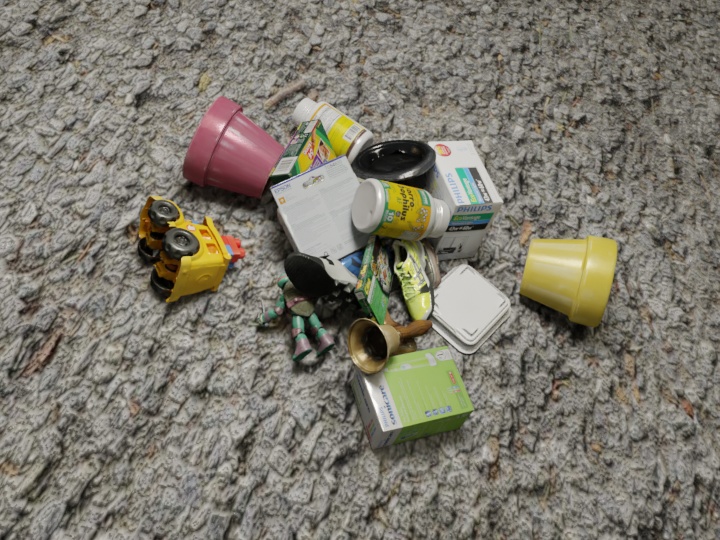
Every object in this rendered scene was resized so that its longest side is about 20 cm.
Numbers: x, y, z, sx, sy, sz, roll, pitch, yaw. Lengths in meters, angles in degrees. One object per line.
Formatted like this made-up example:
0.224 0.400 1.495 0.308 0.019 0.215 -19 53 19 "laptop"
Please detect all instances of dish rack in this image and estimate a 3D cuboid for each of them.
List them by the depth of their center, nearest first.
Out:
0.238 0.075 1.536 0.171 0.044 0.199 42 54 15 "dish rack"

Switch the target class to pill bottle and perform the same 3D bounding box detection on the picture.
0.090 -0.124 1.463 0.198 0.113 0.114 8 50 -32 "pill bottle"
-0.073 -0.346 1.712 0.199 0.110 0.109 35 52 11 "pill bottle"

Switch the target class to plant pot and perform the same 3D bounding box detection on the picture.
-0.275 -0.259 1.536 0.177 0.201 0.202 26 51 -6 "plant pot"
0.469 0.012 1.571 0.186 0.202 0.202 12 49 13 "plant pot"

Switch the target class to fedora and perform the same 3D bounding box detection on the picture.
0.078 -0.218 1.548 0.197 0.093 0.202 -10 35 7 "fedora"

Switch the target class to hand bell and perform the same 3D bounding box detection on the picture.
0.076 0.125 1.344 0.199 0.105 0.104 -14 57 -47 "hand bell"

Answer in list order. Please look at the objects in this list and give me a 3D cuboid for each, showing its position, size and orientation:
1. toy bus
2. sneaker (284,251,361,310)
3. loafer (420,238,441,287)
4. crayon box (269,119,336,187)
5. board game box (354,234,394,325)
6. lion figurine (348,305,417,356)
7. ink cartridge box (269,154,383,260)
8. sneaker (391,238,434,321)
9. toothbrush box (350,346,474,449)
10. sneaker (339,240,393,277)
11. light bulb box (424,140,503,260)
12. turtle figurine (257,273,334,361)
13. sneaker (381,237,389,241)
-0.342 -0.053 1.409 0.190 0.136 0.201 -9 54 -38 "toy bus"
-0.076 0.008 1.375 0.199 0.074 0.089 32 25 -34 "sneaker"
0.144 -0.044 1.579 0.062 0.072 0.201 -2 47 -33 "loafer"
-0.114 -0.212 1.561 0.058 0.174 0.201 -2 45 27 "crayon box"
0.032 0.021 1.412 0.023 0.106 0.201 -13 32 20 "board game box"
0.037 0.102 1.434 0.121 0.073 0.202 -9 59 -19 "lion figurine"
-0.074 -0.120 1.473 0.198 0.041 0.202 -26 92 -22 "ink cartridge box"
0.106 0.022 1.494 0.076 0.075 0.203 13 56 -40 "sneaker"
0.099 0.245 1.338 0.197 0.087 0.147 -8 56 -23 "toothbrush box"
0.000 0.000 1.496 0.199 0.066 0.079 -24 86 -41 "sneaker"
0.212 -0.163 1.604 0.123 0.201 0.200 -6 56 -20 "light bulb box"
-0.133 0.079 1.389 0.148 0.101 0.202 -17 66 -27 "turtle figurine"
0.058 -0.128 1.595 0.198 0.081 0.147 -25 53 -24 "sneaker"
